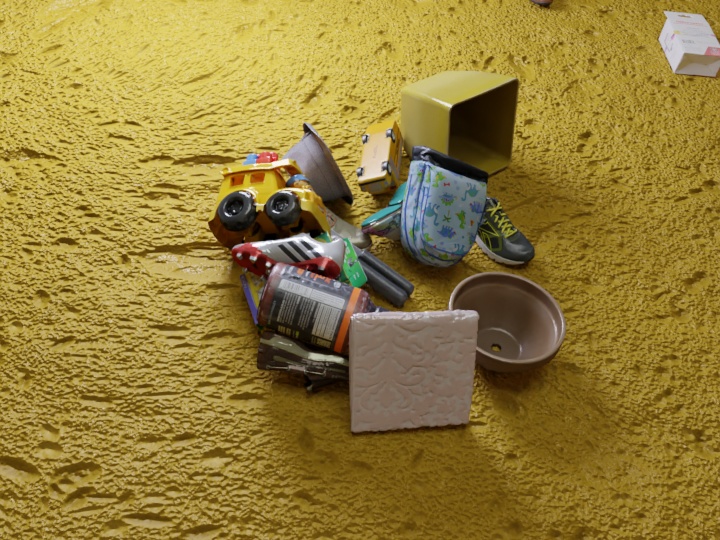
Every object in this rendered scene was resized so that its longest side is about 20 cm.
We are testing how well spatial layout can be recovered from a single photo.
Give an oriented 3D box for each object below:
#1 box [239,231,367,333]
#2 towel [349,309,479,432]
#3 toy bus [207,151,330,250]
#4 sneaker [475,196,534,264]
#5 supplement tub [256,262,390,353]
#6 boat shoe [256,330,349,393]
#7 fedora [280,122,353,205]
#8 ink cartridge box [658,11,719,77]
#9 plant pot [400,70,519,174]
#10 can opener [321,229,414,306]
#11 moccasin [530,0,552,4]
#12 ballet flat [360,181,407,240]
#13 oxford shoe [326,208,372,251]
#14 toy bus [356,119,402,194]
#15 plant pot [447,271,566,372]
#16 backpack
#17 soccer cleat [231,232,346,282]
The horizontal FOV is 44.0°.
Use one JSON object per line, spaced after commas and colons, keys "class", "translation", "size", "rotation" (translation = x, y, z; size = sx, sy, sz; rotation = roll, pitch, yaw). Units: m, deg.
{"class": "box", "translation": [-0.096, 0.017, 1.508], "size": [0.199, 0.048, 0.118], "rotation": [-26, 51, 0]}
{"class": "towel", "translation": [0.080, 0.153, 1.374], "size": [0.199, 0.192, 0.032], "rotation": [-2, 17, -12]}
{"class": "toy bus", "translation": [-0.152, -0.134, 1.580], "size": [0.199, 0.136, 0.193], "rotation": [-5, 61, 17]}
{"class": "sneaker", "translation": [0.251, -0.088, 1.702], "size": [0.200, 0.085, 0.074], "rotation": [38, 52, 25]}
{"class": "supplement tub", "translation": [-0.056, 0.066, 1.404], "size": [0.199, 0.107, 0.107], "rotation": [19, 45, 1]}
{"class": "boat shoe", "translation": [-0.070, 0.160, 1.426], "size": [0.201, 0.075, 0.075], "rotation": [18, 83, -5]}
{"class": "fedora", "translation": [-0.092, -0.186, 1.695], "size": [0.090, 0.177, 0.200], "rotation": [-29, 27, -1]}
{"class": "ink cartridge box", "translation": [0.853, -0.590, 2.314], "size": [0.116, 0.068, 0.201], "rotation": [5, 47, -6]}
{"class": "plant pot", "translation": [0.189, -0.306, 1.842], "size": [0.199, 0.201, 0.176], "rotation": [-27, 43, -31]}
{"class": "can opener", "translation": [0.000, 0.000, 1.603], "size": [0.200, 0.067, 0.053], "rotation": [36, 49, 6]}
{"class": "moccasin", "translation": [0.491, -0.794, 2.439], "size": [0.073, 0.078, 0.202], "rotation": [7, 45, -3]}
{"class": "ballet flat", "translation": [0.070, -0.102, 1.691], "size": [0.069, 0.071, 0.200], "rotation": [-12, 22, 35]}
{"class": "oxford shoe", "translation": [-0.071, -0.085, 1.647], "size": [0.199, 0.074, 0.071], "rotation": [15, 44, 4]}
{"class": "toy bus", "translation": [0.041, -0.222, 1.793], "size": [0.065, 0.078, 0.201], "rotation": [-11, 42, 18]}
{"class": "plant pot", "translation": [0.238, 0.105, 1.506], "size": [0.199, 0.093, 0.202], "rotation": [6, 45, -6]}
{"class": "backpack", "translation": [0.149, -0.106, 1.630], "size": [0.162, 0.201, 0.154], "rotation": [19, 8, -25]}
{"class": "soccer cleat", "translation": [-0.118, -0.027, 1.480], "size": [0.199, 0.069, 0.085], "rotation": [5, 50, 22]}
